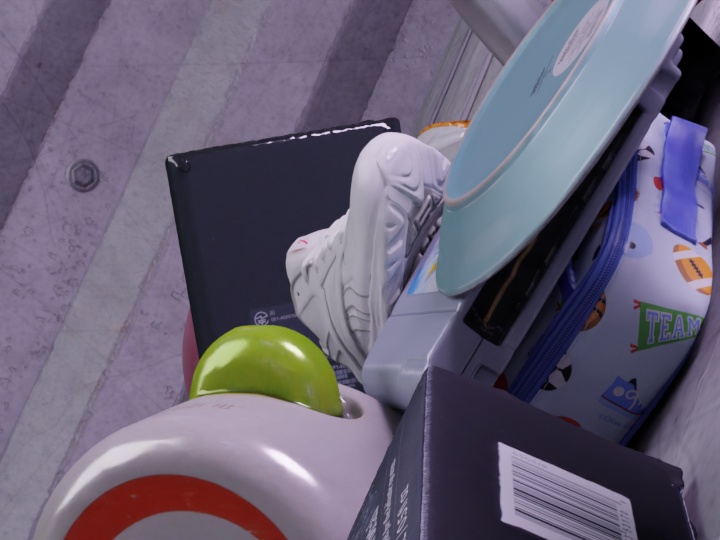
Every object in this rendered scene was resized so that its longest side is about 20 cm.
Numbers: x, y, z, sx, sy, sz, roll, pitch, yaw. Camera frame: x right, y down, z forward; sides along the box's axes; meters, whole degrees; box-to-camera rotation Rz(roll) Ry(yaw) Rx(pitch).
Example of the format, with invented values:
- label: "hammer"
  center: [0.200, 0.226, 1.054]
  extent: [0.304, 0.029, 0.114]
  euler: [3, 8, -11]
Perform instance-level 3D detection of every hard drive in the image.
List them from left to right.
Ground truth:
- label: "hard drive"
  center: [-0.028, 0.021, 1.298]
  extent: [0.033, 0.138, 0.202]
  euler: [151, 109, -80]

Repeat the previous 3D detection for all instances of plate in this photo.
- label: "plate"
  center: [0.084, -0.078, 0.970]
  extent: [0.201, 0.025, 0.200]
  euler: [-54, 10, 13]

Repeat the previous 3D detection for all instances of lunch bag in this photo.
- label: "lunch bag"
  center: [0.110, 0.007, 1.063]
  extent: [0.161, 0.075, 0.200]
  euler: [-60, 8, 29]

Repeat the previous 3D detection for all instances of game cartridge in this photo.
- label: "game cartridge"
  center: [0.070, -0.021, 1.027]
  extent: [0.201, 0.040, 0.133]
  euler: [-58, 6, -9]

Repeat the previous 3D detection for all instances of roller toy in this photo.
- label: "roller toy"
  center: [-0.048, 0.147, 0.997]
  extent: [0.183, 0.200, 0.140]
  euler: [-47, -12, 24]

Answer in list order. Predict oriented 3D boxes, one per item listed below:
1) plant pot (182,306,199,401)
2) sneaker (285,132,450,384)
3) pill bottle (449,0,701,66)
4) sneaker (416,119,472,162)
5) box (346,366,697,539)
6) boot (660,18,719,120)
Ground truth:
- label: "plant pot"
  center: [0.006, 0.057, 1.419]
  extent: [0.201, 0.199, 0.179]
  euler: [-66, 19, -7]
- label: "sneaker"
  center: [0.000, 0.000, 1.146]
  extent: [0.078, 0.099, 0.201]
  euler: [-47, -27, -31]
- label: "pill bottle"
  center: [0.141, -0.183, 1.135]
  extent: [0.200, 0.112, 0.112]
  euler: [-41, 4, -1]
- label: "sneaker"
  center: [0.062, -0.022, 1.194]
  extent: [0.200, 0.075, 0.093]
  euler: [127, 136, -72]
- label: "box"
  center: [0.033, 0.170, 0.812]
  extent: [0.197, 0.117, 0.201]
  euler: [-81, 14, -74]
- label: "boot"
  center: [0.119, -0.046, 1.246]
  extent: [0.165, 0.065, 0.200]
  euler: [-59, 5, -16]
